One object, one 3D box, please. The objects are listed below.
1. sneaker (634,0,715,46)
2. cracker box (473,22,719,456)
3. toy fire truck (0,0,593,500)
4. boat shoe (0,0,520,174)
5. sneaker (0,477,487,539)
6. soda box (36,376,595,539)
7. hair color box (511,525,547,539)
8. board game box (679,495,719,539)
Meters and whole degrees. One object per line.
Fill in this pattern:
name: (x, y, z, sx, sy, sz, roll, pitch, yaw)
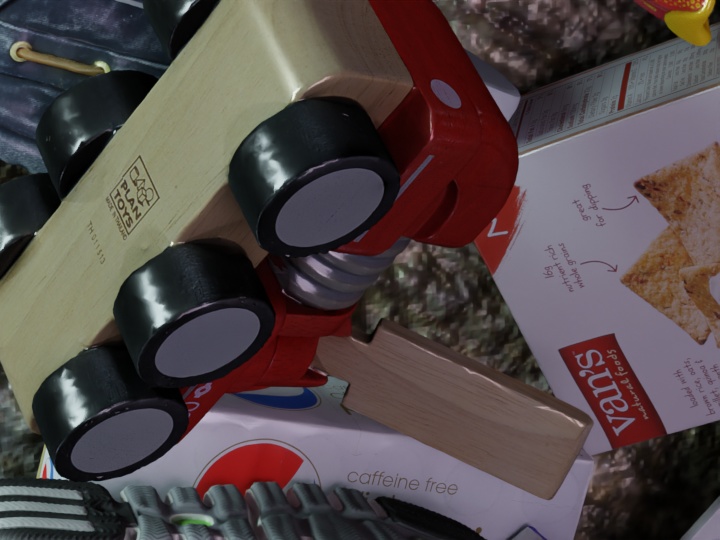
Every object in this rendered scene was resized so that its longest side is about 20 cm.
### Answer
sneaker: (0.178, -0.150, 0.747, 0.200, 0.073, 0.077, -37, 72, -3)
cracker box: (0.149, -0.021, 0.766, 0.200, 0.058, 0.134, -19, 116, 24)
toy fire truck: (0.000, 0.000, 0.693, 0.200, 0.129, 0.176, 6, 136, -45)
boat shoe: (-0.047, -0.063, 0.736, 0.200, 0.071, 0.091, 17, 109, -21)
sneaker: (-0.048, 0.137, 0.726, 0.200, 0.075, 0.116, 7, 106, -11)
soda box: (-0.018, 0.079, 0.788, 0.200, 0.064, 0.068, 9, 104, -23)
hair color box: (0.021, 0.192, 0.737, 0.200, 0.109, 0.065, -36, 117, -10)
board game box: (0.199, 0.150, 0.875, 0.200, 0.026, 0.200, 25, 117, -25)
